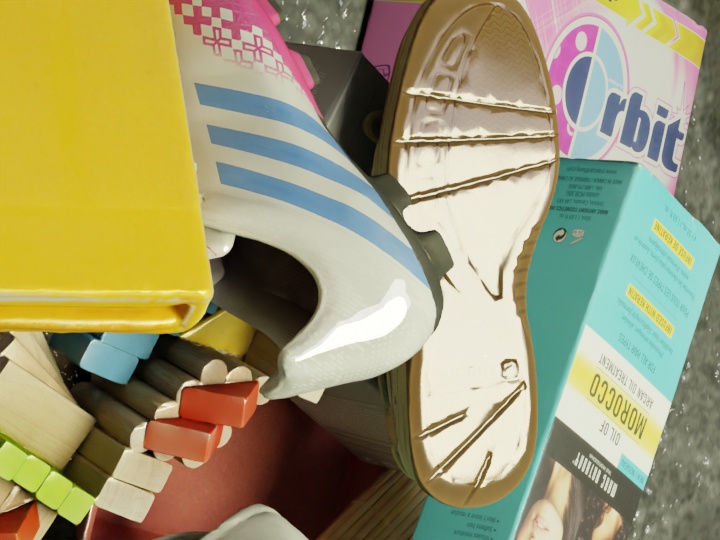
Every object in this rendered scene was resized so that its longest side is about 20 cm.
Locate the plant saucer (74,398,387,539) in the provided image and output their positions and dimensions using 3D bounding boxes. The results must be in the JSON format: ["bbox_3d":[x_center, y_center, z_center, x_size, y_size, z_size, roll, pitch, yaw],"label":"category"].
[{"bbox_3d":[-0.042,0.041,1.065,0.200,0.037,0.200,22,78,-49],"label":"plant saucer"}]

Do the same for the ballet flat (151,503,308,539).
[{"bbox_3d":[-0.106,0.150,0.956,0.200,0.069,0.069,-25,120,-5],"label":"ballet flat"}]

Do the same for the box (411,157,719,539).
[{"bbox_3d":[0.086,0.059,1.019,0.082,0.049,0.200,39,64,-46],"label":"box"}]

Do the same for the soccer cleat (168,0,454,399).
[{"bbox_3d":[-0.052,-0.041,0.855,0.086,0.200,0.070,-27,156,-28],"label":"soccer cleat"}]

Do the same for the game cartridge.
[{"bbox_3d":[-0.147,-0.073,0.805,0.176,0.032,0.200,1,60,-21],"label":"game cartridge"}]

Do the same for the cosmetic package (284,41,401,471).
[{"bbox_3d":[0.000,0.000,1.015,0.200,0.090,0.107,43,66,-47],"label":"cosmetic package"}]

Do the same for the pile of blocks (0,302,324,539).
[{"bbox_3d":[-0.084,0.047,0.854,0.200,0.062,0.082,-36,125,-22],"label":"pile of blocks"}]

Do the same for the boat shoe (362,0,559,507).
[{"bbox_3d":[0.031,-0.011,0.950,0.073,0.063,0.200,2,95,-22],"label":"boat shoe"}]

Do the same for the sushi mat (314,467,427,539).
[{"bbox_3d":[0.031,0.132,1.055,0.096,0.012,0.200,43,34,5],"label":"sushi mat"}]

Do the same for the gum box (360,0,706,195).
[{"bbox_3d":[0.087,-0.090,1.176,0.200,0.066,0.114,22,80,-50],"label":"gum box"}]
